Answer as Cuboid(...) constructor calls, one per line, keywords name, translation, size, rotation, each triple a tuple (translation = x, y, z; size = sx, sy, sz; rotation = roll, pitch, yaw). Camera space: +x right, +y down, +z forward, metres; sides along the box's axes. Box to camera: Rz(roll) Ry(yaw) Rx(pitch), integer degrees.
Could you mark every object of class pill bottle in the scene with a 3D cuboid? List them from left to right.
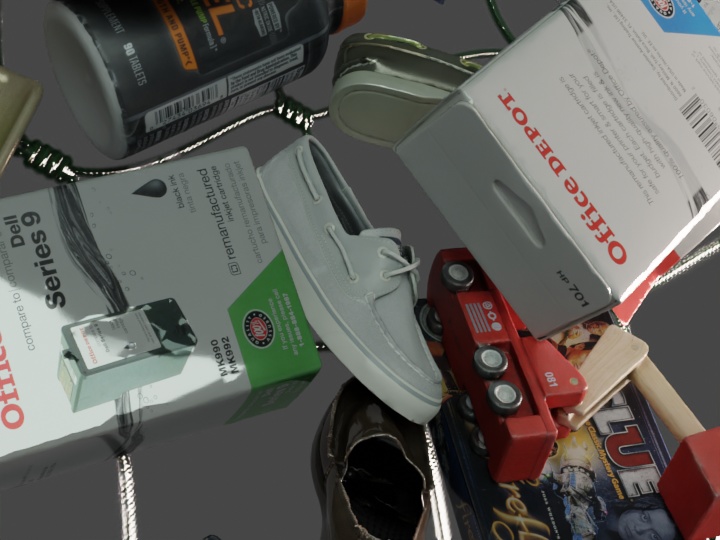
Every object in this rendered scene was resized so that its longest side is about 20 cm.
Cuboid(name="pill bottle", translation=(-0.093, -0.157, 0.901), size=(0.198, 0.106, 0.107), rotation=(-28, 77, -24))

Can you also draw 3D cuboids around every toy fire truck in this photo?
Cuboid(name="toy fire truck", translation=(0.128, 0.066, 0.828), size=(0.139, 0.049, 0.202), rotation=(-4, 49, -17))

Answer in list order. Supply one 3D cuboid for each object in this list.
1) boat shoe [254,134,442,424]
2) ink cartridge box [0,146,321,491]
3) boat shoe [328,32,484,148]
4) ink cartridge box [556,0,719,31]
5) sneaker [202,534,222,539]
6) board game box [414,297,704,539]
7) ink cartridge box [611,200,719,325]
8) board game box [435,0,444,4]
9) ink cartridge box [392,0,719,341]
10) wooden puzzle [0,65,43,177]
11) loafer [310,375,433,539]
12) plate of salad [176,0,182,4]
Cuboid(name="boat shoe", translation=(0.000, 0.000, 0.855), size=(0.068, 0.072, 0.201), rotation=(-43, 56, 16))
Cuboid(name="ink cartridge box", translation=(-0.142, 0.027, 0.811), size=(0.198, 0.084, 0.148), rotation=(-15, 77, -25))
Cuboid(name="boat shoe", translation=(0.075, -0.105, 0.942), size=(0.199, 0.072, 0.061), rotation=(16, 51, -16))
Cuboid(name="ink cartridge box", translation=(0.198, -0.218, 0.997), size=(0.200, 0.116, 0.068), rotation=(44, 63, 7))
Cuboid(name="sneaker", translation=(-0.020, 0.193, 0.789), size=(0.201, 0.077, 0.147), rotation=(-30, 79, -24))
Cuboid(name="board game box", translation=(0.112, 0.100, 0.851), size=(0.133, 0.035, 0.202), rotation=(-3, 50, -16))
Cuboid(name="ink cartridge box", translation=(0.174, -0.082, 0.915), size=(0.162, 0.050, 0.200), rotation=(52, 38, -5))
Cuboid(name="board game box", translation=(-0.005, -0.238, 0.917), size=(0.039, 0.200, 0.158), rotation=(-42, 87, -7))
Cuboid(name="ink cartridge box", translation=(0.138, -0.080, 0.827), size=(0.200, 0.086, 0.147), rotation=(-40, 95, -33))
Cuboid(name="wooden puzzle", translation=(-0.316, -0.082, 0.849), size=(0.198, 0.037, 0.187), rotation=(23, 64, -4))
Cuboid(name="loafer", translation=(0.015, 0.118, 0.792), size=(0.072, 0.072, 0.201), rotation=(15, 30, -11))
Cuboid(name="plate of salad", translation=(-0.119, -0.229, 0.860), size=(0.197, 0.048, 0.202), rotation=(-4, 49, 4))
